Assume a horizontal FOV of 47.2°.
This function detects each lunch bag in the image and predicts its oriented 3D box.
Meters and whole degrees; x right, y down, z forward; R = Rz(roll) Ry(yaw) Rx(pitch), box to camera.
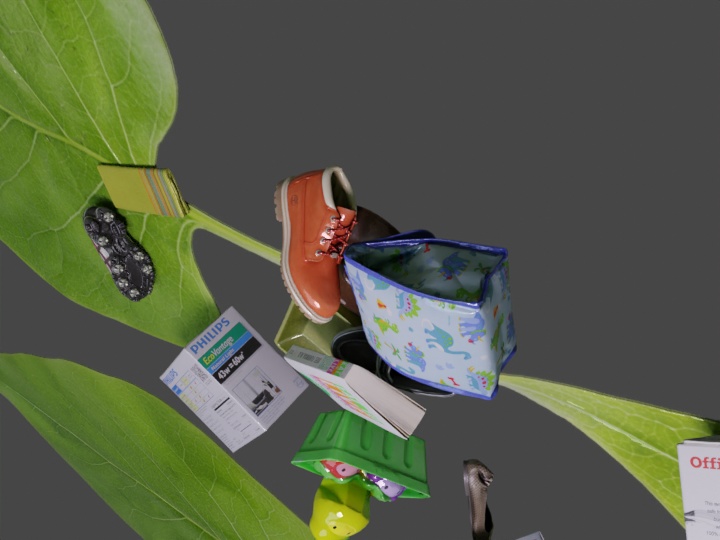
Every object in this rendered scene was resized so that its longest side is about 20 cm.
[{"bbox_3d":[0.083,0.049,1.020,0.200,0.127,0.170,9,133,27],"label":"lunch bag"}]

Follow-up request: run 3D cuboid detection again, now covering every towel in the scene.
[{"bbox_3d":[-0.364,-0.136,1.375,0.200,0.018,0.086,10,127,40],"label":"towel"}]

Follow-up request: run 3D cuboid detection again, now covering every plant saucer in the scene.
[{"bbox_3d":[0.000,0.000,1.131,0.200,0.037,0.200,27,142,24],"label":"plant saucer"},{"bbox_3d":[-0.026,0.116,1.265,0.200,0.048,0.200,39,145,7],"label":"plant saucer"}]

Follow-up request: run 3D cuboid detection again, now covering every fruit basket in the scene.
[{"bbox_3d":[-0.008,0.342,1.307,0.216,0.216,0.155,53,144,-12],"label":"fruit basket"}]

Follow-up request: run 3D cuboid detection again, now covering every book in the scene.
[{"bbox_3d":[-0.015,0.162,1.161,0.134,0.048,0.200,41,164,-22],"label":"book"}]

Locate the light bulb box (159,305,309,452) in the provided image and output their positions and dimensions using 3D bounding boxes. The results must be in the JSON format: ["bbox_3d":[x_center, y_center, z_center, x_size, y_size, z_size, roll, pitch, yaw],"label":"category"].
[{"bbox_3d":[-0.232,0.200,1.490,0.200,0.125,0.198,46,146,-2],"label":"light bulb box"}]

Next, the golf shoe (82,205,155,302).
[{"bbox_3d":[-0.446,-0.036,1.525,0.088,0.077,0.200,28,144,56],"label":"golf shoe"}]

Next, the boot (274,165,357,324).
[{"bbox_3d":[-0.047,-0.035,1.053,0.107,0.075,0.200,-16,81,39],"label":"boot"}]

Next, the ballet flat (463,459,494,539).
[{"bbox_3d":[0.194,0.371,1.306,0.046,0.067,0.200,-6,125,9],"label":"ballet flat"}]

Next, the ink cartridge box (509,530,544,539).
[{"bbox_3d":[0.177,0.476,1.310,0.050,0.200,0.162,67,150,19],"label":"ink cartridge box"}]

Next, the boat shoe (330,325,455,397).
[{"bbox_3d":[0.048,0.122,1.122,0.200,0.071,0.072,9,104,17],"label":"boat shoe"}]

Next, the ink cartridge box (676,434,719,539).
[{"bbox_3d":[0.426,0.276,0.864,0.144,0.084,0.200,-10,83,49],"label":"ink cartridge box"}]
